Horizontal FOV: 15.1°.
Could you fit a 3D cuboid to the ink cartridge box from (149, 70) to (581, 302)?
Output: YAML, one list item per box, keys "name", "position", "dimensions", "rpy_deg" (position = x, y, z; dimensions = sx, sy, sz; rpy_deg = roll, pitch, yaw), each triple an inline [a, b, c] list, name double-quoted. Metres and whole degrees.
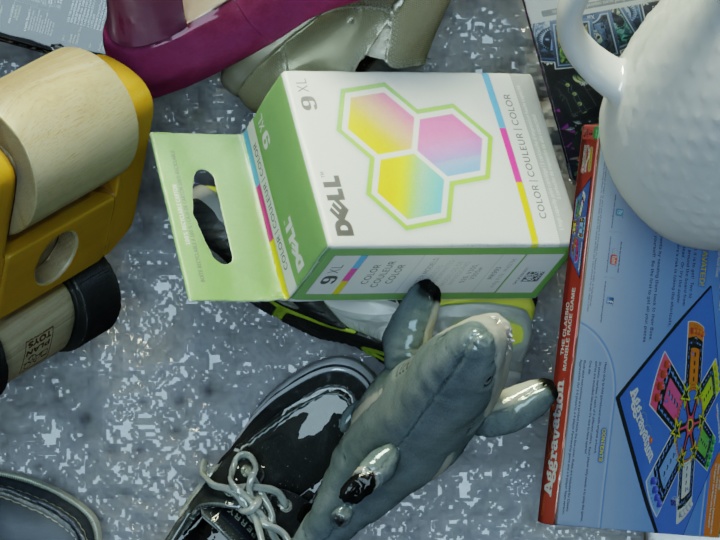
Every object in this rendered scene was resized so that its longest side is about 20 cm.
- name: "ink cartridge box"
  position: [0.003, -0.043, 1.369]
  dimensions: [0.199, 0.059, 0.104]
  rpy_deg: [-1, 60, -26]

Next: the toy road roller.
- name: "toy road roller"
  position: [-0.203, -0.036, 1.379]
  dimensions: [0.146, 0.123, 0.201]
  rpy_deg: [35, 131, 20]

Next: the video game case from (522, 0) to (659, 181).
- name: "video game case"
  position: [0.184, -0.137, 1.367]
  dimensions: [0.199, 0.036, 0.182]
  rpy_deg: [-10, 131, 12]

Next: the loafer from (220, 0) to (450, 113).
- name: "loafer"
  position: [0.020, -0.141, 1.425]
  dimensions: [0.200, 0.076, 0.068]
  rpy_deg: [-38, 90, 10]

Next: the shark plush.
- name: "shark plush"
  position: [0.004, 0.087, 1.345]
  dimensions: [0.200, 0.083, 0.091]
  rpy_deg: [-38, 95, 21]

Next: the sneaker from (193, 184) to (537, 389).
- name: "sneaker"
  position: [0.000, 0.000, 1.429]
  dimensions: [0.199, 0.075, 0.077]
  rpy_deg: [27, 79, -7]

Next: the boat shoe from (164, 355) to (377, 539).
- name: "boat shoe"
  position: [-0.061, 0.128, 1.424]
  dimensions: [0.199, 0.068, 0.074]
  rpy_deg: [-45, 89, 1]

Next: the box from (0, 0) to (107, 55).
- name: "box"
  position: [-0.151, -0.215, 1.441]
  dimensions: [0.159, 0.044, 0.201]
  rpy_deg: [14, 90, 2]

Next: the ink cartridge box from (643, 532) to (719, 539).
- name: "ink cartridge box"
  position: [0.231, 0.063, 1.429]
  dimensions: [0.175, 0.045, 0.201]
  rpy_deg: [-5, 90, 3]

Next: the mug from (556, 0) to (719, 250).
- name: "mug"
  position: [0.183, -0.100, 1.275]
  dimensions: [0.199, 0.175, 0.148]
  rpy_deg: [28, 47, -28]

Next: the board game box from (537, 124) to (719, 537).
- name: "board game box"
  position: [0.148, 0.032, 1.379]
  dimensions: [0.102, 0.019, 0.201]
  rpy_deg: [7, 90, -26]

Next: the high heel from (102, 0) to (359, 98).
- name: "high heel"
  position: [-0.035, -0.142, 1.386]
  dimensions: [0.199, 0.096, 0.068]
  rpy_deg: [-8, 54, 0]

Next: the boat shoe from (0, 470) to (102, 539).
- name: "boat shoe"
  position: [-0.237, 0.133, 1.433]
  dimensions: [0.199, 0.062, 0.075]
  rpy_deg: [13, 88, 1]
